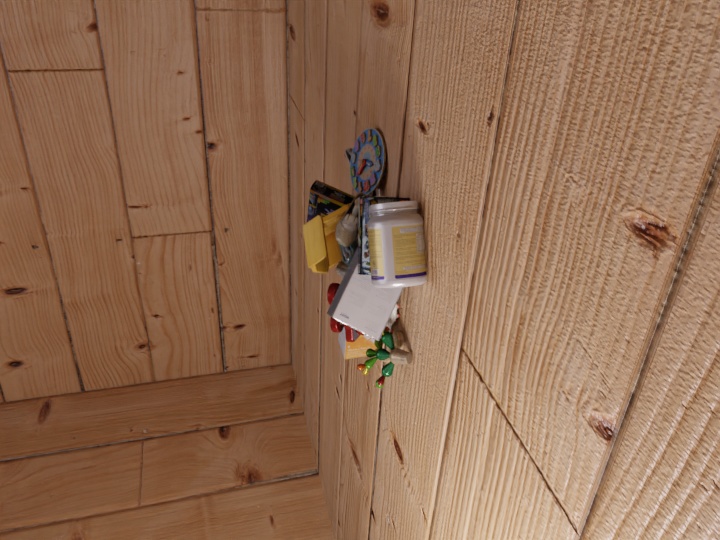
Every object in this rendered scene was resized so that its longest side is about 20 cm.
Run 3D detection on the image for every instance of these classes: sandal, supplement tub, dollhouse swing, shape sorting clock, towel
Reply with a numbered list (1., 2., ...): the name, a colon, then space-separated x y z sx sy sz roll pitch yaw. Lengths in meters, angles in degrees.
1. sandal: 0.075 0.238 1.807 0.213 0.068 0.080 112 149 -62
2. supplement tub: 0.090 -0.065 1.489 0.145 0.141 0.206 -172 78 -75
3. dollhouse swing: -0.066 -0.100 1.884 0.200 0.171 0.187 11 -110 -76
4. shape sorting clock: 0.018 -0.330 1.816 0.198 0.038 0.206 4 95 57
5. towel: 0.015 -0.025 1.773 0.048 0.170 0.201 -47 23 15

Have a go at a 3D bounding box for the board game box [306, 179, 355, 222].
1. board game box: -0.084 -0.198 2.047 0.167 0.196 0.057 103 -166 -49

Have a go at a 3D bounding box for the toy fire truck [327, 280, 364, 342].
1. toy fire truck: -0.015 0.101 1.801 0.168 0.109 0.206 -35 -56 -62

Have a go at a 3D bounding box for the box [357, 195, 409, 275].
1. box: 0.062 -0.091 1.576 0.040 0.133 0.206 -172 82 -71

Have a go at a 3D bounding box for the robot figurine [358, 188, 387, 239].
1. robot figurine: 0.052 -0.124 1.684 0.170 0.110 0.204 52 147 41

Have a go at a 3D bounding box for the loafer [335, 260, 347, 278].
1. loafer: 0.000 0.000 1.935 0.197 0.071 0.070 18 161 40

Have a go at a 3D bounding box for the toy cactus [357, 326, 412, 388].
1. toy cactus: 0.072 0.237 1.703 0.162 0.101 0.206 2 84 42

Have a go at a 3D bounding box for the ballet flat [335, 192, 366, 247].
1. ballet flat: -0.025 -0.154 1.724 0.063 0.066 0.203 107 -178 -46

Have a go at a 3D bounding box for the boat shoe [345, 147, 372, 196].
1. boat shoe: -0.002 -0.307 1.932 0.075 0.063 0.207 120 142 -67

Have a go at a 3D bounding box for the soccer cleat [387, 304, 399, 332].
1. soccer cleat: 0.067 0.144 1.791 0.203 0.075 0.070 102 158 -48

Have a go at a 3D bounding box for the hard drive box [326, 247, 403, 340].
1. hard drive box: 0.020 0.064 1.637 0.204 0.153 0.077 -63 16 -2

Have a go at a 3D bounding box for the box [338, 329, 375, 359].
1. box: -0.001 0.183 1.987 0.098 0.121 0.204 -114 23 -50
